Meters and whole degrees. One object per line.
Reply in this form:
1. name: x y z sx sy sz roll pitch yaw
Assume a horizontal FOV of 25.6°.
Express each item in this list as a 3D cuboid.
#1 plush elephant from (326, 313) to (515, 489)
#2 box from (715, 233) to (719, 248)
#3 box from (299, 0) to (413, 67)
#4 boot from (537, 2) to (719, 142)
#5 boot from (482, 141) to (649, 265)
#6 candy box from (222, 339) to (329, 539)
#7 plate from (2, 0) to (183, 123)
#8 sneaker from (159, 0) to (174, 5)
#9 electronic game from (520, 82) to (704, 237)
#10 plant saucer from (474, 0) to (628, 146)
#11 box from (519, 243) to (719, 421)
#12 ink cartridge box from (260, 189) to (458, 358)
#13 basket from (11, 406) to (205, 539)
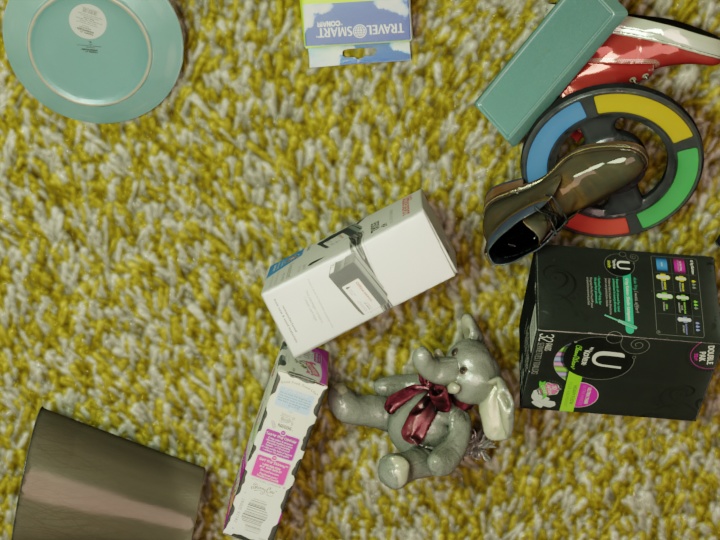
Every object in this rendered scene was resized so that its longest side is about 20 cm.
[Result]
1. plush elephant: 0.092 0.139 1.762 0.198 0.165 0.156 6 119 -29
2. box: 0.517 -0.034 1.739 0.199 0.104 0.149 28 101 -5
3. box: -0.007 -0.323 1.714 0.121 0.048 0.202 -4 102 2
4. boot: 0.289 -0.206 1.725 0.198 0.072 0.146 9 103 7
5. boot: 0.216 -0.066 1.686 0.199 0.097 0.075 -23 122 31
6. candy box: -0.093 0.192 1.785 0.060 0.136 0.202 18 103 -4
7. plate: -0.291 -0.243 1.713 0.198 0.026 0.202 2 124 3
8. sneaker: -0.275 -0.365 1.701 0.199 0.071 0.080 26 100 -12
9. electronic game: 0.273 -0.117 1.722 0.198 0.042 0.201 1 130 2
10. plant saucer: 0.200 -0.226 1.701 0.070 0.019 0.200 49 121 15
11. box: 0.280 0.068 1.726 0.198 0.125 0.149 4 141 -1
12. ink cartridge box: 0.000 0.000 1.735 0.199 0.145 0.085 -27 100 6
13. basket: -0.284 0.260 1.809 0.198 0.136 0.182 11 106 -5
